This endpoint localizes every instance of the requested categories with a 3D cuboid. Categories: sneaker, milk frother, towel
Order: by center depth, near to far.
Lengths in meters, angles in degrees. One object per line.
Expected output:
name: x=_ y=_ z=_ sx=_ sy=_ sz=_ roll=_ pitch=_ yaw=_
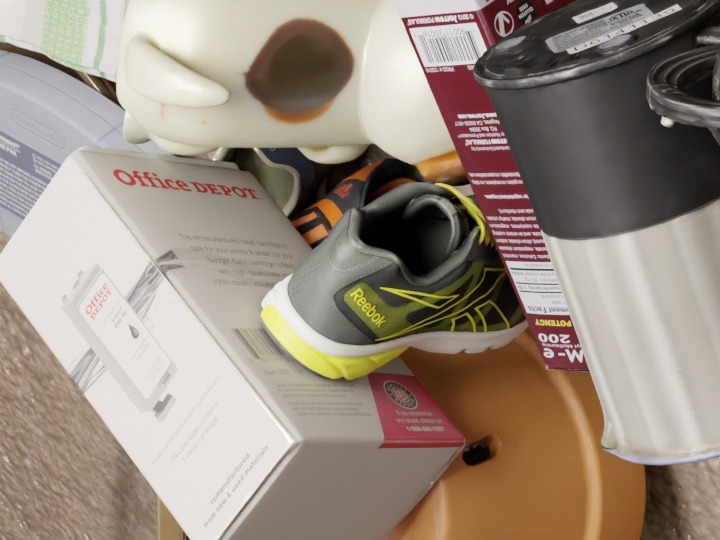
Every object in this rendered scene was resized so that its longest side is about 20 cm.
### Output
milk frother: x=0.153 y=-0.016 z=1.154 sx=0.180 sy=0.200 sz=0.189 roll=-16 pitch=107 yaw=18
sneaker: x=0.043 y=-0.005 z=1.321 sx=0.075 sy=0.200 sz=0.085 roll=50 pitch=131 yaw=16
sneaker: x=0.000 y=0.000 z=1.519 sx=0.078 sy=0.112 sz=0.200 roll=60 pitch=-177 yaw=9
sneaker: x=-0.058 y=-0.049 z=1.534 sx=0.067 sy=0.090 sz=0.200 roll=48 pitch=148 yaw=8
towel: x=-0.154 y=-0.179 z=1.571 sx=0.199 sy=0.031 sz=0.150 roll=23 pitch=125 yaw=39

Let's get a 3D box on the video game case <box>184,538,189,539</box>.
video game case: x=-0.064 y=0.257 z=1.690 sx=0.036 sy=0.181 sz=0.201 roll=-2 pitch=90 yaw=16

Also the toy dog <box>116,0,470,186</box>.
toy dog: x=-0.013 y=-0.115 z=1.346 sx=0.194 sy=0.199 sz=0.140 roll=-81 pitch=-1 yaw=-83

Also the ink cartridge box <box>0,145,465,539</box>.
ink cartridge box: x=-0.065 y=0.040 z=1.339 sx=0.083 sy=0.146 sz=0.200 roll=-51 pitch=61 yaw=22

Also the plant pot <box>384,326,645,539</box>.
plant pot: x=0.032 y=0.117 z=1.448 sx=0.199 sy=0.140 sz=0.201 roll=3 pitch=95 yaw=37

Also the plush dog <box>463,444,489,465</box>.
plush dog: x=0.024 y=0.184 z=1.615 sx=0.171 sy=0.161 sz=0.201 roll=5 pitch=130 yaw=18

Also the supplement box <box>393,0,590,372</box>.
supplement box: x=0.105 y=-0.064 z=1.290 sx=0.061 sy=0.109 sz=0.201 roll=1 pitch=121 yaw=51

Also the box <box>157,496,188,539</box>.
box: x=-0.099 y=0.089 z=1.666 sx=0.021 sy=0.164 sz=0.201 roll=8 pitch=136 yaw=4

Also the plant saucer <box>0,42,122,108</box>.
plant saucer: x=-0.191 y=-0.082 z=1.734 sx=0.200 sy=0.029 sz=0.201 roll=33 pitch=142 yaw=30

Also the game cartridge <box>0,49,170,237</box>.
game cartridge: x=-0.181 y=-0.059 z=1.685 sx=0.199 sy=0.041 sz=0.134 roll=29 pitch=143 yaw=35
